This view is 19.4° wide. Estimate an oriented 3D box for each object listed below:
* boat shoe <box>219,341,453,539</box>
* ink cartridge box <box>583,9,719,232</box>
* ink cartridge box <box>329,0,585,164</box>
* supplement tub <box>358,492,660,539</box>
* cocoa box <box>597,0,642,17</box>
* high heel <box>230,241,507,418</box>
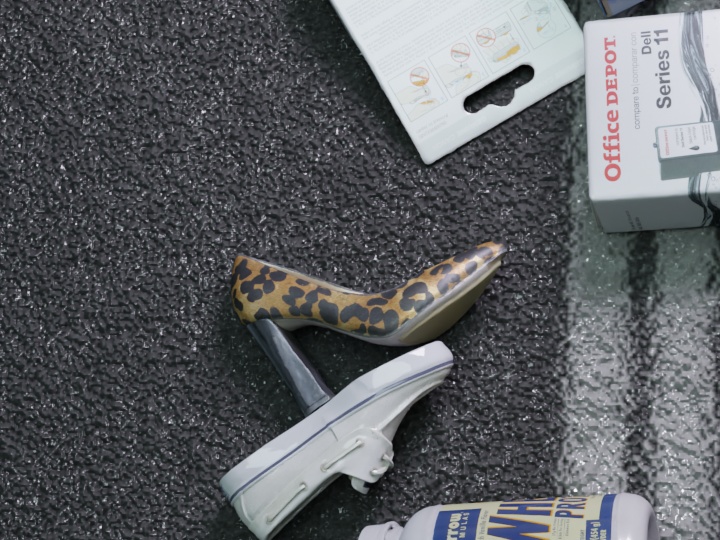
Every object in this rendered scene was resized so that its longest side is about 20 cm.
[{"bbox_3d":[-0.007,0.130,1.548,0.200,0.071,0.070,-35,78,5],"label":"boat shoe"},{"bbox_3d":[0.265,-0.111,1.538,0.200,0.083,0.147,-5,73,13],"label":"ink cartridge box"},{"bbox_3d":[0.072,-0.206,1.651,0.162,0.050,0.200,-30,86,4],"label":"ink cartridge box"},{"bbox_3d":[0.105,0.230,1.444,0.200,0.145,0.145,-5,72,13],"label":"supplement tub"},{"bbox_3d":[0.235,-0.309,1.574,0.200,0.131,0.134,-26,60,6],"label":"cocoa box"},{"bbox_3d":[0.000,0.000,1.581,0.200,0.071,0.143,-36,70,8],"label":"high heel"}]
